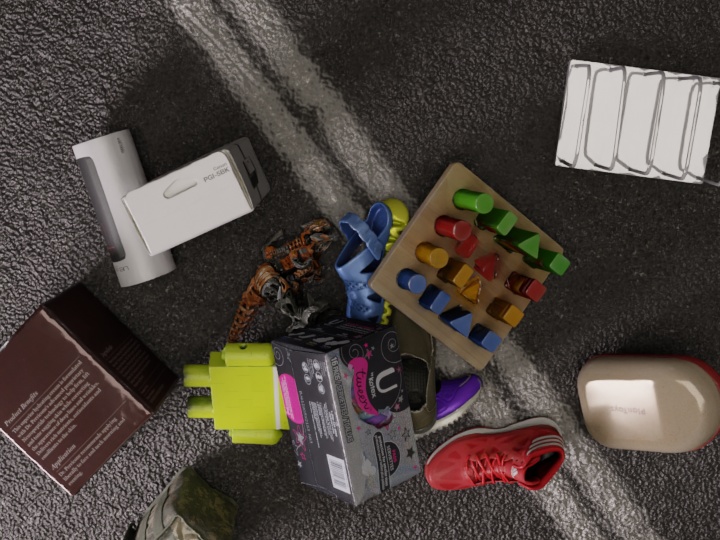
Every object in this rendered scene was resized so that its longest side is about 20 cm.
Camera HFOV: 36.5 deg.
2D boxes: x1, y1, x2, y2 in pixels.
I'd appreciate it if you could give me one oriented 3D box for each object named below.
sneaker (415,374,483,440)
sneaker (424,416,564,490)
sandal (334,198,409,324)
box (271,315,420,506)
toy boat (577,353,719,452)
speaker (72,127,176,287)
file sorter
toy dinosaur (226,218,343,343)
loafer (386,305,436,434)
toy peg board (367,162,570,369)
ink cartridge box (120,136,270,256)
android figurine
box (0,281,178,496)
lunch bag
[{"bbox_3d":[0.067,0.175,1.489,0.199,0.070,0.100,-28,96,6],"label":"sneaker"},{"bbox_3d":[0.182,0.260,1.476,0.199,0.116,0.079,-23,99,6],"label":"sneaker"},{"bbox_3d":[0.000,0.000,1.445,0.086,0.079,0.202,6,94,-36],"label":"sandal"},{"bbox_3d":[-0.015,0.172,1.383,0.114,0.132,0.202,-21,106,-34],"label":"box"},{"bbox_3d":[0.397,0.165,1.452,0.199,0.130,0.132,-3,104,46],"label":"toy boat"},{"bbox_3d":[-0.312,-0.082,1.451,0.081,0.081,0.202,-16,100,5],"label":"speaker"},{"bbox_3d":[0.362,-0.187,1.386,0.198,0.125,0.140,7,100,1],"label":"file sorter"},{"bbox_3d":[-0.098,0.025,1.470,0.136,0.102,0.200,47,115,15],"label":"toy dinosaur"},{"bbox_3d":[0.069,0.112,1.444,0.074,0.070,0.202,-9,69,-1],"label":"loafer"},{"bbox_3d":[0.151,0.000,1.401,0.199,0.098,0.200,37,86,-17],"label":"toy peg board"},{"bbox_3d":[-0.202,-0.097,1.382,0.146,0.200,0.083,-23,100,6],"label":"ink cartridge box"},{"bbox_3d":[-0.139,0.166,1.480,0.198,0.041,0.183,2,129,-1],"label":"android figurine"},{"bbox_3d":[-0.379,0.153,1.452,0.166,0.164,0.200,-44,96,9],"label":"box"},{"bbox_3d":[-0.269,0.394,1.491,0.117,0.164,0.200,39,99,-11],"label":"lunch bag"}]
